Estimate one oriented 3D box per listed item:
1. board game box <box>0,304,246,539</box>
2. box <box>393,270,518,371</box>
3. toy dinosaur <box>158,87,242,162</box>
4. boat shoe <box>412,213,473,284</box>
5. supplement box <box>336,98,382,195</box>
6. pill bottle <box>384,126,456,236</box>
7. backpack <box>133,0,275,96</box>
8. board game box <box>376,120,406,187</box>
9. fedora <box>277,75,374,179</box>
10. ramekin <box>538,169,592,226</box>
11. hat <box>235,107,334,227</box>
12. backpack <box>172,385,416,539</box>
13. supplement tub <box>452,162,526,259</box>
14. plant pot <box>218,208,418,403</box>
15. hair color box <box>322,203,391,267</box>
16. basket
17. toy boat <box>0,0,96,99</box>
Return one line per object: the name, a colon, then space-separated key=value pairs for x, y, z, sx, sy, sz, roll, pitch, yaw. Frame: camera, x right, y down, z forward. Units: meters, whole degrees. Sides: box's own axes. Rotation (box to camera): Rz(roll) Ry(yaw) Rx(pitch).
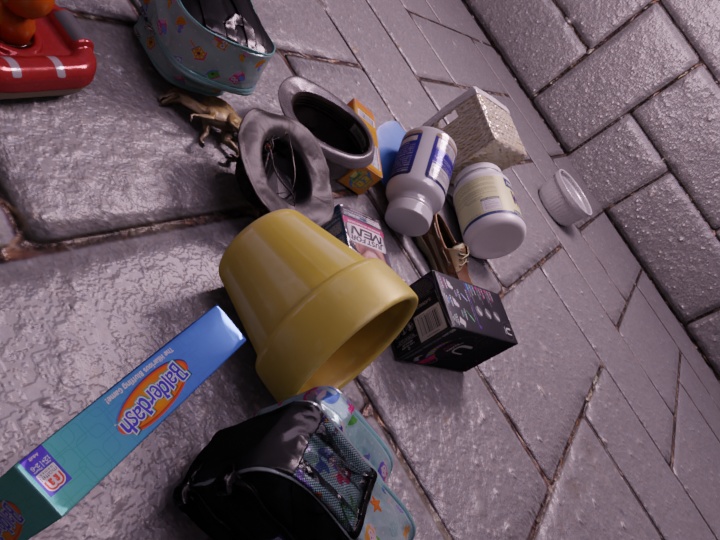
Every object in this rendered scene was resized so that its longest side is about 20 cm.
board game box: x=-0.198 y=0.122 z=0.437 sx=0.045 sy=0.152 sz=0.200 roll=51 pitch=34 yaw=-6
box: x=0.154 y=0.092 z=0.936 sx=0.199 sy=0.122 sz=0.107 roll=17 pitch=47 yaw=-43
toy dinosaur: x=-0.197 y=-0.220 z=0.833 sx=0.199 sy=0.058 sz=0.102 roll=15 pitch=49 yaw=-45
boat shoe: x=0.182 y=-0.027 z=1.123 sx=0.201 sy=0.074 sz=0.076 roll=55 pitch=33 yaw=2
supplement box: x=-0.008 y=-0.246 z=1.090 sx=0.069 sy=0.066 sz=0.201 roll=32 pitch=39 yaw=-35
pill bottle: x=0.116 y=-0.175 z=1.102 sx=0.119 sy=0.119 sz=0.201 roll=35 pitch=58 yaw=-27
backpack: x=-0.228 y=-0.349 z=0.818 sx=0.175 sy=0.154 sz=0.200 roll=2 pitch=44 yaw=-51
board game box: x=0.079 y=-0.216 z=1.189 sx=0.200 sy=0.039 sz=0.159 roll=43 pitch=54 yaw=-30
fedora: x=-0.074 y=-0.233 z=0.964 sx=0.199 sy=0.090 sz=0.178 roll=28 pitch=42 yaw=-20
ramekin: x=0.741 y=-0.257 z=2.012 sx=0.200 sy=0.105 sz=0.201 roll=31 pitch=39 yaw=-30
hat: x=-0.126 y=-0.136 z=0.817 sx=0.200 sy=0.081 sz=0.202 roll=34 pitch=46 yaw=-43
backpack: x=-0.048 y=0.220 z=0.519 sx=0.200 sy=0.177 sz=0.151 roll=53 pitch=38 yaw=-10
supplement tub: x=0.300 y=-0.144 z=1.314 sx=0.145 sy=0.145 sz=0.201 roll=27 pitch=42 yaw=-36
plant pot: x=-0.065 y=0.035 z=0.666 sx=0.189 sy=0.201 sz=0.200 roll=47 pitch=30 yaw=19
hair color box: x=0.000 y=0.000 z=0.882 sx=0.100 sy=0.060 sz=0.201 roll=18 pitch=48 yaw=-42
basket: x=0.287 y=-0.329 z=1.422 sx=0.199 sy=0.198 sz=0.162 roll=4 pitch=61 yaw=-51
toy boat: x=-0.371 y=-0.267 z=0.587 sx=0.131 sy=0.131 sz=0.200 roll=53 pitch=33 yaw=-1
